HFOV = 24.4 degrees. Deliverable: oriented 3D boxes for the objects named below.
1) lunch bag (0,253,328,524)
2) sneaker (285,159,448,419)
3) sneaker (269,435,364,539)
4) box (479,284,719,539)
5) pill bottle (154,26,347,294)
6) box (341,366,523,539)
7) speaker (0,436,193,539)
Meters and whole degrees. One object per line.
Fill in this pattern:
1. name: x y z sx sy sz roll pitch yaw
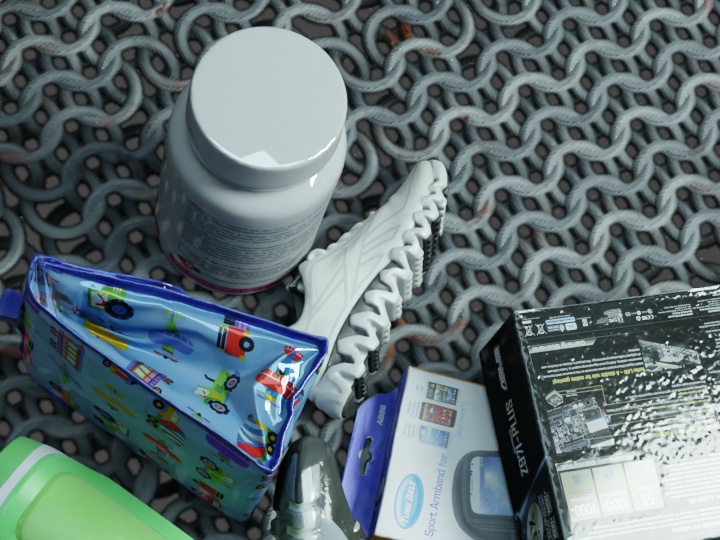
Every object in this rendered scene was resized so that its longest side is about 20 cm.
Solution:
1. lunch bag: -0.136 0.065 1.037 0.200 0.151 0.094 24 67 -1
2. sneaker: 0.000 0.000 1.134 0.081 0.075 0.200 24 65 11
3. sneaker: 0.005 0.204 1.052 0.115 0.075 0.201 0 87 -15
4. box: 0.196 0.103 1.079 0.199 0.086 0.164 -7 71 -15
5. pill bottle: -0.071 -0.068 1.072 0.113 0.200 0.114 3 70 -9
6. box: 0.090 0.141 1.111 0.199 0.041 0.119 15 68 -7
7. speaker: -0.150 0.189 1.025 0.200 0.088 0.089 35 68 4
